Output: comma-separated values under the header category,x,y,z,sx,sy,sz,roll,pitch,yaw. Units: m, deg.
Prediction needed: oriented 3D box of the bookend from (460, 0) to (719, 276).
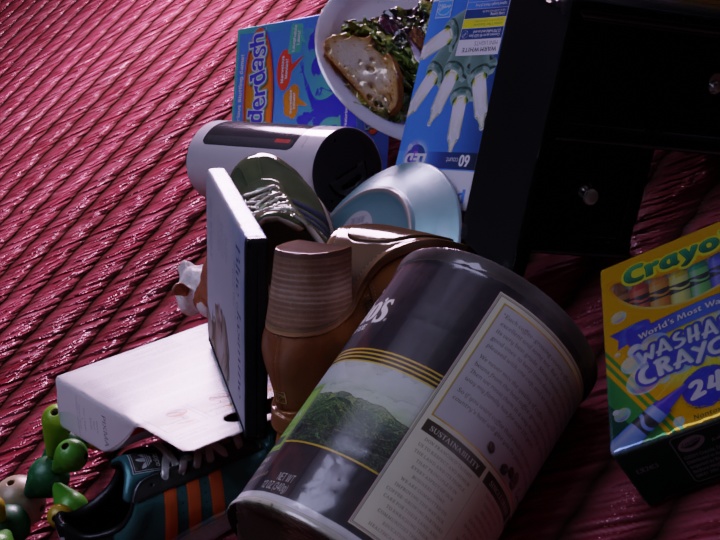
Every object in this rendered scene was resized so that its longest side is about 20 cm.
category,x,y,z,sx,sy,sz,roll,pitch,yaw
bookend,0.194,-0.094,1.008,0.092,0.198,0.200,-128,46,-61

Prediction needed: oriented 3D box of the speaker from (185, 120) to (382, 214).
category,x,y,z,sx,sy,sz,roll,pitch,yaw
speaker,-0.072,-0.094,1.295,0.200,0.081,0.081,10,54,50

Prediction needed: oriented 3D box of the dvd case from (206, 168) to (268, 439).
category,x,y,z,sx,sy,sz,roll,pitch,yaw
dvd case,-0.091,0.018,1.030,0.018,0.143,0.200,-2,18,-13

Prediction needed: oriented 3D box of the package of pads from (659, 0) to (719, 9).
category,x,y,z,sx,sy,sz,roll,pitch,yaw
package of pads,0.266,-0.243,0.983,0.068,0.200,0.155,109,163,-48

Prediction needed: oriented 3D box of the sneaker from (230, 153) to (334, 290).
category,x,y,z,sx,sy,sz,roll,pitch,yaw
sneaker,-0.056,-0.028,1.069,0.067,0.090,0.200,-28,57,3

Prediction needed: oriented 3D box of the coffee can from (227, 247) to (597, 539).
category,x,y,z,sx,sy,sz,roll,pitch,yaw
coffee can,0.034,0.107,0.869,0.146,0.146,0.200,1,48,49

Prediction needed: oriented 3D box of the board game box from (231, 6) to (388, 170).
category,x,y,z,sx,sy,sz,roll,pitch,yaw
board game box,-0.050,-0.165,1.372,0.200,0.045,0.152,1,87,50

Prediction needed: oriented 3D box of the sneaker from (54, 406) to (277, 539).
category,x,y,z,sx,sy,sz,roll,pitch,yaw
sneaker,-0.133,0.156,1.052,0.200,0.080,0.071,-37,28,-5

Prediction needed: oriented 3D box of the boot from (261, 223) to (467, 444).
category,x,y,z,sx,sy,sz,roll,pitch,yaw
boot,0.005,0.052,0.984,0.077,0.156,0.200,9,13,29

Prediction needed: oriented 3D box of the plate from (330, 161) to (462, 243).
category,x,y,z,sx,sy,sz,roll,pitch,yaw
plate,0.000,0.000,1.121,0.200,0.026,0.200,-33,43,37

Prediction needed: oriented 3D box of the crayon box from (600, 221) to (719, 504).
category,x,y,z,sx,sy,sz,roll,pitch,yaw
crayon box,0.214,0.035,0.868,0.126,0.052,0.200,-24,31,23

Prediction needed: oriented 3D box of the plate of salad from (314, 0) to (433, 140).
category,x,y,z,sx,sy,sz,roll,pitch,yaw
plate of salad,0.059,-0.193,1.248,0.200,0.200,0.048,-61,-4,-35

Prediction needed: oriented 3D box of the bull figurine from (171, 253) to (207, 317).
category,x,y,z,sx,sy,sz,roll,pitch,yaw
bull figurine,-0.099,-0.008,1.215,0.122,0.065,0.200,-63,22,-6

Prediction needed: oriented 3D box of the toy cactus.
category,x,y,z,sx,sy,sz,roll,pitch,yaw
toy cactus,-0.257,0.180,1.177,0.165,0.102,0.200,-38,25,42

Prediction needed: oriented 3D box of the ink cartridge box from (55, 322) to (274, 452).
category,x,y,z,sx,sy,sz,roll,pitch,yaw
ink cartridge box,-0.116,0.101,1.087,0.161,0.050,0.200,-19,25,-34

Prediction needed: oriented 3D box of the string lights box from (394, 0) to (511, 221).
category,x,y,z,sx,sy,sz,roll,pitch,yaw
string lights box,0.094,-0.139,1.152,0.103,0.059,0.200,7,83,52
